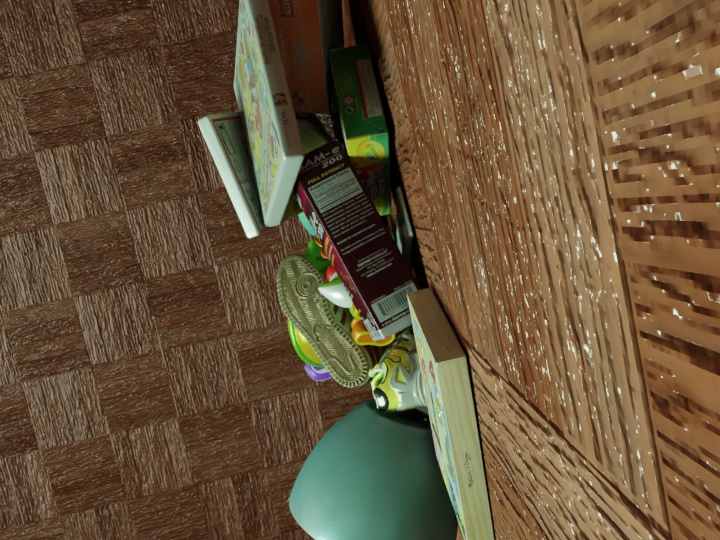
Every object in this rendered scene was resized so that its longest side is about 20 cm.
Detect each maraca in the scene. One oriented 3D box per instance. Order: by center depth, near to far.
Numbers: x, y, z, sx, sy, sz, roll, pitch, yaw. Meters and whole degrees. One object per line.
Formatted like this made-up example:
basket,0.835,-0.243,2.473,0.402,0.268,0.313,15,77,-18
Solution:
maraca,-0.054,0.051,0.951,0.107,0.137,0.201,4,96,47

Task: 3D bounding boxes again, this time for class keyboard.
keyboard,0.050,-0.030,0.710,0.200,0.011,0.057,81,-179,-71

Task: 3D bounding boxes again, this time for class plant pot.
plant pot,0.031,0.231,0.714,0.200,0.199,0.135,-123,50,-86

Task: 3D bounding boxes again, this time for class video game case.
video game case,-0.101,-0.160,0.627,0.200,0.023,0.183,136,121,-71
video game case,-0.118,-0.131,0.769,0.143,0.017,0.200,68,-157,-9

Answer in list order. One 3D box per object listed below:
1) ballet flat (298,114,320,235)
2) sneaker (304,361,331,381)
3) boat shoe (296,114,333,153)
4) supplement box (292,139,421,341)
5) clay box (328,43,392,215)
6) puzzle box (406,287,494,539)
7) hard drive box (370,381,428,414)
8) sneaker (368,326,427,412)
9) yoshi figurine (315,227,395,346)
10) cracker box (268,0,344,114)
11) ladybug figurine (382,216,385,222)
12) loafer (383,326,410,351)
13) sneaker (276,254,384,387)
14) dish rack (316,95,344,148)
ballet flat,-0.069,-0.140,0.892,0.070,0.067,0.201,8,119,51
sneaker,-0.016,0.107,1.045,0.070,0.200,0.100,48,166,10
boat shoe,-0.068,-0.156,0.770,0.060,0.072,0.202,66,-174,16
supplement box,-0.004,-0.026,0.651,0.200,0.061,0.109,62,173,6
clay box,0.004,-0.143,0.698,0.200,0.047,0.115,77,-178,-69
puzzle box,0.080,0.131,0.552,0.133,0.025,0.201,-104,2,-68
hard drive box,0.056,0.186,0.993,0.200,0.076,0.156,82,176,-68
sneaker,0.047,0.120,0.765,0.200,0.076,0.076,-105,0,-86
yoshi figurine,0.015,-0.005,0.801,0.112,0.112,0.200,37,-154,-41
cracker box,-0.057,-0.281,0.682,0.200,0.057,0.134,-85,-6,-49
ladybug figurine,-0.001,-0.079,0.997,0.200,0.072,0.136,80,177,-68
loafer,0.007,0.036,0.898,0.073,0.072,0.201,101,144,-73
sneaker,-0.038,0.070,0.834,0.200,0.071,0.112,58,-169,17
dish rack,-0.039,-0.218,0.956,0.200,0.054,0.154,109,152,-65
